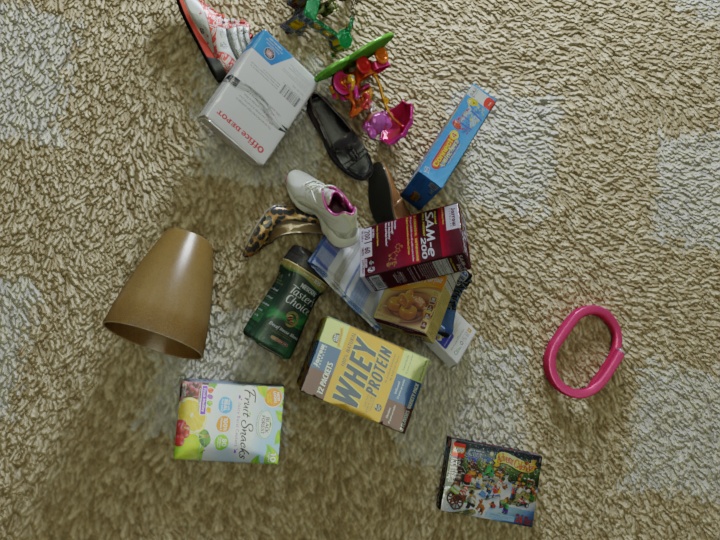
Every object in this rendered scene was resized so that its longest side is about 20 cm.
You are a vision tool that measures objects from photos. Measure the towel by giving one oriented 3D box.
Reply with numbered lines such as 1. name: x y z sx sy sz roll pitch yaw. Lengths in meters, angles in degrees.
1. towel: 0.000 0.000 1.209 0.200 0.024 0.148 44 55 -17

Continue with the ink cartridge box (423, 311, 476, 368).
1. ink cartridge box: 0.138 0.089 1.243 0.200 0.037 0.095 46 53 -4

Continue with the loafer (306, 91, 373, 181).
1. loafer: -0.045 -0.268 1.244 0.071 0.063 0.202 -35 85 -1

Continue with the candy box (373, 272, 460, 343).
1. candy box: 0.115 0.022 1.163 0.113 0.055 0.204 12 69 31

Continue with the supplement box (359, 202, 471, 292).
1. supplement box: 0.097 -0.040 1.135 0.195 0.061 0.112 -14 55 18

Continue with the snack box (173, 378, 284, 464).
1. snack box: -0.247 0.285 1.183 0.193 0.053 0.147 5 86 -8

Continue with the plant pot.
1. plant pot: -0.345 0.035 1.142 0.181 0.187 0.205 17 68 -6

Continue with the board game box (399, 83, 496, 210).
1. board game box: 0.164 -0.232 1.210 0.055 0.200 0.199 32 81 -2

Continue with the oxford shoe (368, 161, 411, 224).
1. oxford shoe: 0.068 -0.122 1.265 0.070 0.071 0.206 -12 85 -38

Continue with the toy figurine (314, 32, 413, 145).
1. toy figurine: 0.027 -0.335 1.228 0.199 0.149 0.187 -36 102 -34

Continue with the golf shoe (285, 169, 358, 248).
1. golf shoe: -0.068 -0.136 1.167 0.075 0.093 0.200 -32 64 -30

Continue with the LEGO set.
1. LEGO set: -0.080 -0.541 1.265 0.151 0.115 0.207 10 87 -37

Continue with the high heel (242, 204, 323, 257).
1. high heel: -0.125 -0.069 1.217 0.142 0.072 0.201 39 72 3

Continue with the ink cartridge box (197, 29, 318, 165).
1. ink cartridge box: -0.198 -0.328 1.201 0.144 0.084 0.203 38 81 -27

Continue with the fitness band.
1. fitness band: 0.468 0.170 1.302 0.143 0.037 0.201 39 80 -3

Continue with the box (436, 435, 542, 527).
1. box: 0.258 0.423 1.250 0.194 0.038 0.141 12 84 -7

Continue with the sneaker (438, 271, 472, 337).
1. sneaker: 0.167 0.030 1.205 0.078 0.088 0.205 29 52 -35

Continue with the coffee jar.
1. coffee jar: -0.135 0.058 1.196 0.103 0.085 0.204 32 81 -25

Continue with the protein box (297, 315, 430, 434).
1. protein box: -0.002 0.186 1.152 0.195 0.198 0.138 22 82 -5

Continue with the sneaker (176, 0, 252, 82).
1. sneaker: -0.283 -0.487 1.236 0.106 0.067 0.205 -28 93 -10
